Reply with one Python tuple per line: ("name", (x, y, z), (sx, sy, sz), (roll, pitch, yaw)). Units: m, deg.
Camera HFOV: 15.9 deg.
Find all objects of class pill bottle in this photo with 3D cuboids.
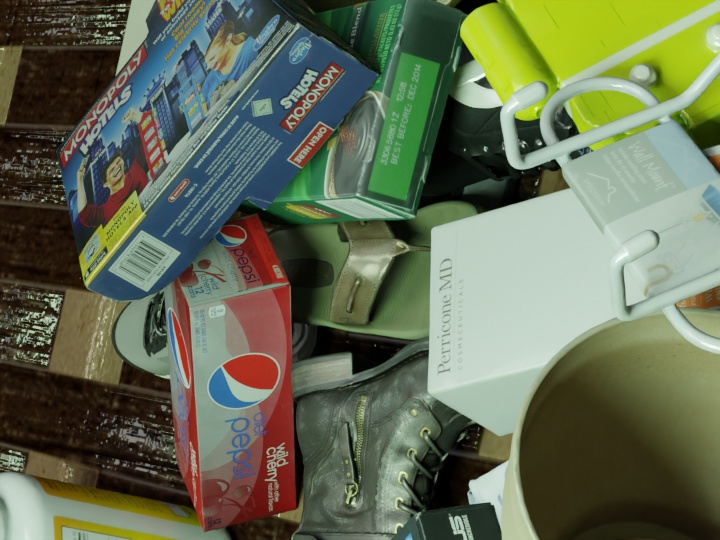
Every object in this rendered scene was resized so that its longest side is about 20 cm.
("pill bottle", (-0.183, 0.188, 1.616), (0.109, 0.200, 0.109), (-24, 59, 46))

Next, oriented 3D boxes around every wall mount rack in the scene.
("wall mount rack", (0.172, -0.060, 1.242), (0.075, 0.174, 0.200), (80, 163, -49))

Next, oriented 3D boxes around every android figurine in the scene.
("android figurine", (0.149, -0.138, 1.365), (0.182, 0.041, 0.200), (-26, 59, -2))

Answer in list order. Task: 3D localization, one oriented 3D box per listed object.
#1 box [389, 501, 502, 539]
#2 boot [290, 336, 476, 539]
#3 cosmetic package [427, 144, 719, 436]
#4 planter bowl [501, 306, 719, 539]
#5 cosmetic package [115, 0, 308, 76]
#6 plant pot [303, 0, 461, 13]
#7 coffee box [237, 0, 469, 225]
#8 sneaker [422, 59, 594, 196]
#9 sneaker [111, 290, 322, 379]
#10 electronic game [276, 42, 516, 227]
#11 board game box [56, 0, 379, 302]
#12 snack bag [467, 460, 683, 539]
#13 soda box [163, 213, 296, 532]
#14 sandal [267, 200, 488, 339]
("box", (0.035, 0.227, 1.310), (0.200, 0.044, 0.160), (128, 132, -58))
("boot", (0.031, 0.131, 1.465), (0.200, 0.069, 0.174), (-11, 74, 40))
("cosmetic package", (0.136, 0.010, 1.328), (0.200, 0.071, 0.101), (-17, 59, 32))
("planter bowl", (0.153, 0.137, 1.224), (0.135, 0.200, 0.200), (109, 153, -51))
("cosmetic package", (-0.091, -0.169, 1.712), (0.087, 0.103, 0.200), (4, 82, 51))
("plant pot", (-0.025, -0.264, 1.549), (0.200, 0.190, 0.200), (-33, 39, 32))
("coffee box", (-0.013, -0.090, 1.491), (0.200, 0.044, 0.123), (3, 76, 66))
("sneaker", (0.105, -0.070, 1.422), (0.200, 0.073, 0.112), (-32, 52, 28))
("sneaker", (-0.108, 0.028, 1.681), (0.200, 0.079, 0.074), (-10, 71, 52))
("electronic game", (0.020, -0.062, 1.576), (0.200, 0.042, 0.200), (-12, 73, 43))
("board game box", (-0.091, -0.103, 1.496), (0.200, 0.062, 0.200), (-49, 30, 20))
("snack bag", (0.093, 0.191, 1.356), (0.200, 0.021, 0.189), (-34, 59, 27))
("soda box", (-0.078, 0.065, 1.559), (0.200, 0.063, 0.070), (90, 161, -44))
("sandal", (-0.001, 0.001, 1.510), (0.201, 0.057, 0.080), (-6, 77, 44))
